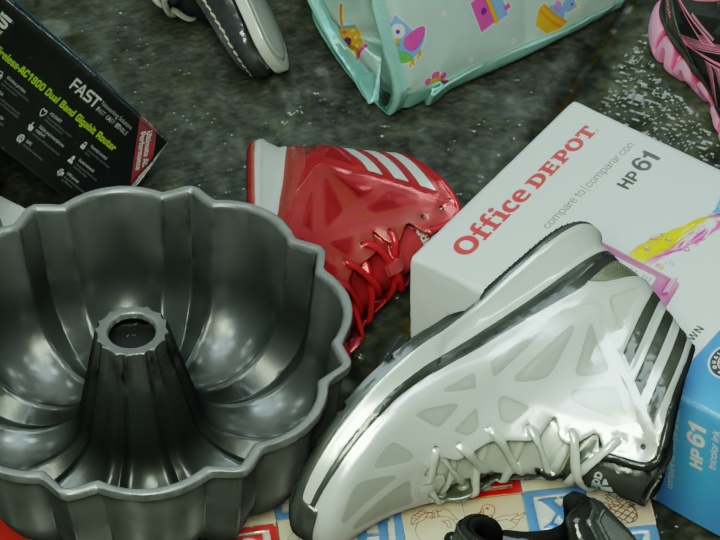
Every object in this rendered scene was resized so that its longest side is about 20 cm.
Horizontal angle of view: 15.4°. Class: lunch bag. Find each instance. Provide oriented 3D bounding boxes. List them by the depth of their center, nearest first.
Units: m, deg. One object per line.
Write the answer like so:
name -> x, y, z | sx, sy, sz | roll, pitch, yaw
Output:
lunch bag -> 0.045, -0.206, 1.498 | 0.170, 0.201, 0.122 | -25, 5, -22

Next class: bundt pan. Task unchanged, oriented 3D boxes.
bundt pan -> -0.101, 0.054, 1.206 | 0.200, 0.076, 0.203 | -1, 42, 1

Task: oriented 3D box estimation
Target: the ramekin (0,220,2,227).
ramekin -> -0.264, -0.004, 1.282 | 0.199, 0.098, 0.201 | -2, 46, 2

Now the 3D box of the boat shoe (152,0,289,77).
boat shoe -> -0.103, -0.181, 1.533 | 0.060, 0.074, 0.201 | -31, 63, 4

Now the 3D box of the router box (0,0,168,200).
router box -> -0.206, -0.123, 1.391 | 0.062, 0.200, 0.150 | -49, 56, -1

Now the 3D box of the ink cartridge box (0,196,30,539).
ink cartridge box -> -0.182, 0.047, 1.327 | 0.199, 0.057, 0.163 | 22, 50, 30

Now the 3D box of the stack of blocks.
stack of blocks -> 0.033, 0.126, 1.226 | 0.199, 0.059, 0.116 | -6, 45, -3

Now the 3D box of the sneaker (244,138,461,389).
sneaker -> 0.000, 0.000, 1.342 | 0.115, 0.079, 0.201 | -5, 46, 1

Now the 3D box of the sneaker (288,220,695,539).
sneaker -> 0.069, 0.076, 1.179 | 0.200, 0.076, 0.115 | -40, 68, -16

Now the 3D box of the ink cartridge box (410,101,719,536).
ink cartridge box -> 0.142, 0.021, 1.307 | 0.199, 0.085, 0.144 | 27, 52, 28

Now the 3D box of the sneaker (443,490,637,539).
sneaker -> 0.040, 0.160, 1.134 | 0.200, 0.098, 0.071 | -27, 12, 7

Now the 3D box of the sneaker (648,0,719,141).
sneaker -> 0.221, -0.116, 1.432 | 0.079, 0.096, 0.200 | -21, 49, -20
